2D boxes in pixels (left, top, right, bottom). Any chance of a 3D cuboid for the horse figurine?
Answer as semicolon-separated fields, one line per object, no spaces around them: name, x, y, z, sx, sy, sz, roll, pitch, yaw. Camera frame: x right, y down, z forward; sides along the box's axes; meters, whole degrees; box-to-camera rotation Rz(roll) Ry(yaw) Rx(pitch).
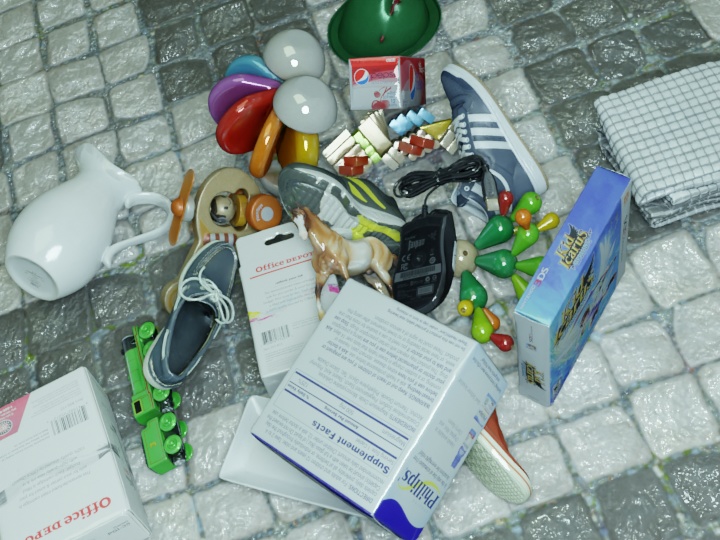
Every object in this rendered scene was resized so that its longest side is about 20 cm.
horse figurine;0.000;0.000;1.255;0.050;0.198;0.135;-40;56;38

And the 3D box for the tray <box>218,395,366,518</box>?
tray;-0.052;0.210;1.198;0.196;0.022;0.109;10;61;18

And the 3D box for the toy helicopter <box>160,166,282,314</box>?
toy helicopter;-0.197;-0.038;1.339;0.078;0.131;0.202;17;77;55

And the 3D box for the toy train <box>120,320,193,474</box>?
toy train;-0.246;0.149;1.272;0.056;0.042;0.202;-27;55;7

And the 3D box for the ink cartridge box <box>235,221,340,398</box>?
ink cartridge box;-0.076;0.043;1.284;0.113;0.068;0.203;-16;56;1

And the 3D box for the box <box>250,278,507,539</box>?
box;0.020;0.143;1.114;0.182;0.105;0.202;25;76;37

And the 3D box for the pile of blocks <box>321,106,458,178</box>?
pile of blocks;0.047;-0.169;1.375;0.196;0.084;0.062;-18;12;0

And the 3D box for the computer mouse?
computer mouse;0.105;-0.038;1.242;0.138;0.046;0.203;-18;54;29

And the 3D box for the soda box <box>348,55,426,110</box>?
soda box;0.038;-0.241;1.372;0.069;0.200;0.065;-1;100;12

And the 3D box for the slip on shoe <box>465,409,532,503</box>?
slip on shoe;0.127;0.165;1.162;0.060;0.075;0.201;-24;53;-19

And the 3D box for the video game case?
video game case;0.232;0.021;1.160;0.045;0.182;0.201;23;65;24

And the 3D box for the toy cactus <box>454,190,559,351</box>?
toy cactus;0.145;-0.010;1.259;0.163;0.102;0.204;8;76;34

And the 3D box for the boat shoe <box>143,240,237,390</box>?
boat shoe;-0.192;0.046;1.262;0.061;0.075;0.202;-20;35;53

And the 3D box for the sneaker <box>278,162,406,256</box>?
sneaker;-0.023;-0.081;1.305;0.074;0.198;0.085;-44;36;24

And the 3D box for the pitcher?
pitcher;-0.350;-0.051;1.388;0.169;0.122;0.202;23;52;8

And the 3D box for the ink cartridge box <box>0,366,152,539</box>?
ink cartridge box;-0.338;0.235;1.208;0.145;0.083;0.202;-25;55;-5

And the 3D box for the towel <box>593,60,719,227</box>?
towel;0.399;-0.151;1.298;0.196;0.086;0.168;-19;57;-2

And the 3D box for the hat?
hat;0.029;-0.412;1.488;0.199;0.177;0.165;-40;58;-14

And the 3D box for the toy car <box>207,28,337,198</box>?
toy car;-0.121;-0.200;1.368;0.147;0.176;0.203;1;50;-18

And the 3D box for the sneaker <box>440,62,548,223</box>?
sneaker;0.136;-0.153;1.329;0.108;0.070;0.201;-35;87;-7
